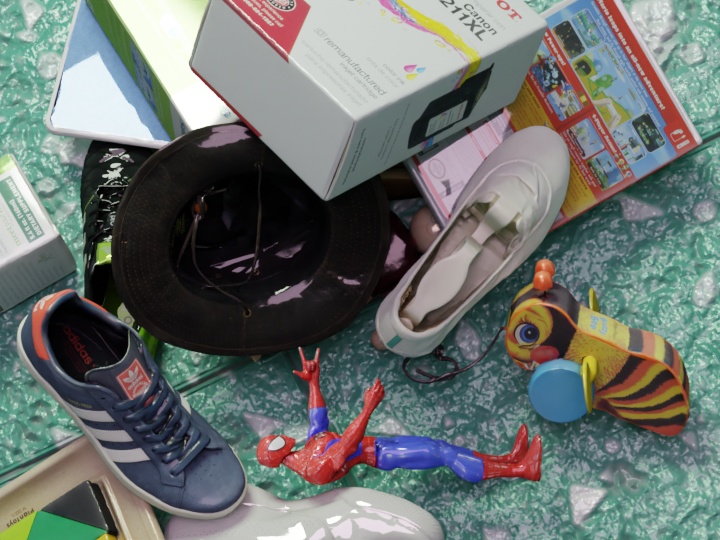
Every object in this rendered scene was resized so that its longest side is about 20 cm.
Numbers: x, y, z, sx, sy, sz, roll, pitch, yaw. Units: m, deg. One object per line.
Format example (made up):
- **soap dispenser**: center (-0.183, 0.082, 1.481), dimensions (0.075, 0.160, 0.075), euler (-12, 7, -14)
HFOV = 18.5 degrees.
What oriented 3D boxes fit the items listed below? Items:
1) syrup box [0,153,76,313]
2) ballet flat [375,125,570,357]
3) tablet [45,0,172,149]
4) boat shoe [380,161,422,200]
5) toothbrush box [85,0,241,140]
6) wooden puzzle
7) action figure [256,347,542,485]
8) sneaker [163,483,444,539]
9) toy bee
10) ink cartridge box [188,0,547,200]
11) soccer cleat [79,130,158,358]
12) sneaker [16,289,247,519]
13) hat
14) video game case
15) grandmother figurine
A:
- **syrup box**: center (-0.320, 0.005, 1.639), dimensions (0.200, 0.081, 0.079), euler (-30, 72, -7)
- **ballet flat**: center (0.086, -0.021, 1.558), dimensions (0.069, 0.069, 0.200), euler (38, 82, 14)
- **tablet**: center (-0.130, -0.147, 1.678), dimensions (0.200, 0.014, 0.130), euler (9, 66, 5)
- **boat shoe**: center (0.055, -0.091, 1.648), dimensions (0.200, 0.070, 0.070), euler (-4, 79, -6)
- **toothbrush box**: center (-0.104, -0.184, 1.640), dimensions (0.146, 0.086, 0.200), euler (-29, 67, -13)
- **wooden puzzle**: center (-0.213, 0.238, 1.549), dimensions (0.185, 0.037, 0.200), euler (-33, 68, 13)
- **action figure**: center (0.025, 0.104, 1.564), dimensions (0.200, 0.065, 0.099), euler (-3, 95, -10)
- **sneaker**: center (-0.042, 0.202, 1.552), dimensions (0.200, 0.075, 0.089), euler (3, 46, 15)
- **toy bee**: center (0.144, 0.052, 1.566), dimensions (0.200, 0.109, 0.131), euler (1, 32, -16)
- **ink cartridge box**: center (0.007, -0.155, 1.518), dimensions (0.200, 0.083, 0.146), euler (-30, 65, -38)
- **soccer cleat**: center (-0.177, -0.019, 1.636), dimensions (0.067, 0.081, 0.200), euler (-4, 73, 3)
- **sneaker**: center (-0.155, 0.091, 1.526), dimensions (0.200, 0.085, 0.075), euler (40, 61, 1)
- **hat**: center (-0.082, -0.033, 1.571), dimensions (0.200, 0.081, 0.201), euler (-5, 114, -11)
- **video game case**: center (0.130, -0.105, 1.612), dimensions (0.200, 0.017, 0.143), euler (-30, 88, -7)
- **grandmother figurine**: center (0.000, 0.000, 1.629), dimensions (0.200, 0.061, 0.121), euler (-26, 99, -2)
